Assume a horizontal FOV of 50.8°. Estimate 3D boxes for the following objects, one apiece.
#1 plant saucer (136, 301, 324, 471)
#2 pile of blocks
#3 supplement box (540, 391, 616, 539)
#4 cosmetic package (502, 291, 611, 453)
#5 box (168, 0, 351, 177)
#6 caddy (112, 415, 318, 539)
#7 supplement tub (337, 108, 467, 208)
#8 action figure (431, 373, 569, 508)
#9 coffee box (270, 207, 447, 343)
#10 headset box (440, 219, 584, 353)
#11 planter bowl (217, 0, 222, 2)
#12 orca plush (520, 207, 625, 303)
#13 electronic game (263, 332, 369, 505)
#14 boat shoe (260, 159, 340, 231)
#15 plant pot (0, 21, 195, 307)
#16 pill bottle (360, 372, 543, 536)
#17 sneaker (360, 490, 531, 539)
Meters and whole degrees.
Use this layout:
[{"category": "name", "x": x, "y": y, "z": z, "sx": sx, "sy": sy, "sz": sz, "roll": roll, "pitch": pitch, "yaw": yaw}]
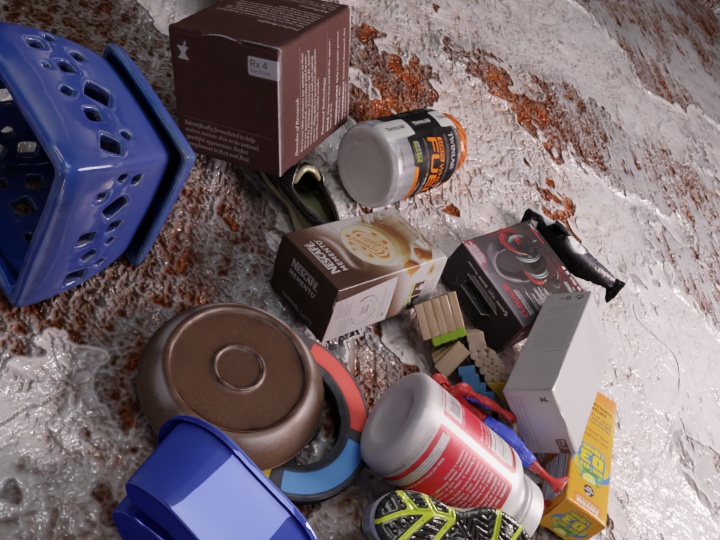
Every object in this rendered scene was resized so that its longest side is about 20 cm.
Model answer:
[{"category": "plant saucer", "x": -0.127, "y": 0.107, "z": 0.774, "sx": 0.195, "sy": 0.032, "sz": 0.204, "roll": 13, "pitch": 46, "yaw": -13}, {"category": "pile of blocks", "x": 0.140, "y": 0.115, "z": 0.995, "sx": 0.201, "sy": 0.082, "sz": 0.062, "roll": 50, "pitch": -1, "yaw": 0}, {"category": "supplement box", "x": 0.277, "y": 0.241, "z": 0.963, "sx": 0.066, "sy": 0.069, "sz": 0.202, "roll": 32, "pitch": 43, "yaw": -5}, {"category": "cosmetic package", "x": 0.256, "y": 0.126, "z": 0.971, "sx": 0.200, "sy": 0.073, "sz": 0.103, "roll": -49, "pitch": 121, "yaw": -44}, {"category": "box", "x": -0.125, "y": -0.256, "z": 1.005, "sx": 0.162, "sy": 0.168, "sz": 0.200, "roll": 18, "pitch": 38, "yaw": 20}, {"category": "caddy", "x": -0.117, "y": 0.219, "z": 0.650, "sx": 0.200, "sy": 0.142, "sz": 0.105, "roll": 44, "pitch": 47, "yaw": 7}, {"category": "supplement tub", "x": 0.069, "y": -0.174, "z": 1.137, "sx": 0.198, "sy": 0.123, "sz": 0.123, "roll": -24, "pitch": 68, "yaw": -44}, {"category": "action figure", "x": 0.158, "y": 0.197, "z": 0.913, "sx": 0.200, "sy": 0.066, "sz": 0.051, "roll": 43, "pitch": 30, "yaw": 19}, {"category": "coffee box", "x": 0.000, "y": 0.000, "z": 0.953, "sx": 0.197, "sy": 0.081, "sz": 0.114, "roll": -17, "pitch": 50, "yaw": -43}, {"category": "headset box", "x": 0.216, "y": 0.022, "z": 1.104, "sx": 0.197, "sy": 0.075, "sz": 0.150, "roll": -16, "pitch": 65, "yaw": -43}, {"category": "planter bowl", "x": -0.144, "y": -0.440, "z": 1.192, "sx": 0.196, "sy": 0.199, "sz": 0.139, "roll": 1, "pitch": 80, "yaw": -33}, {"category": "orca plush", "x": 0.332, "y": -0.012, "z": 1.245, "sx": 0.199, "sy": 0.071, "sz": 0.105, "roll": 43, "pitch": -3, "yaw": -1}, {"category": "electronic game", "x": -0.076, "y": 0.151, "z": 0.812, "sx": 0.196, "sy": 0.042, "sz": 0.203, "roll": 19, "pitch": 45, "yaw": -20}, {"category": "boat shoe", "x": -0.078, "y": -0.116, "z": 1.024, "sx": 0.070, "sy": 0.066, "sz": 0.204, "roll": -10, "pitch": 59, "yaw": -36}, {"category": "plant pot", "x": -0.293, "y": -0.111, "z": 0.779, "sx": 0.178, "sy": 0.201, "sz": 0.202, "roll": -16, "pitch": 62, "yaw": -49}, {"category": "pill bottle", "x": 0.103, "y": 0.212, "z": 0.817, "sx": 0.199, "sy": 0.112, "sz": 0.113, "roll": 41, "pitch": 39, "yaw": -17}, {"category": "sneaker", "x": 0.090, "y": 0.267, "z": 0.756, "sx": 0.197, "sy": 0.076, "sz": 0.077, "roll": 28, "pitch": 64, "yaw": -16}]
